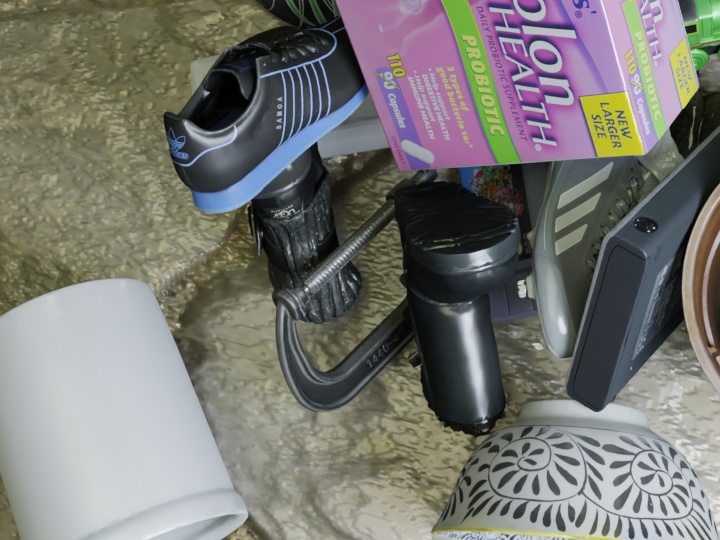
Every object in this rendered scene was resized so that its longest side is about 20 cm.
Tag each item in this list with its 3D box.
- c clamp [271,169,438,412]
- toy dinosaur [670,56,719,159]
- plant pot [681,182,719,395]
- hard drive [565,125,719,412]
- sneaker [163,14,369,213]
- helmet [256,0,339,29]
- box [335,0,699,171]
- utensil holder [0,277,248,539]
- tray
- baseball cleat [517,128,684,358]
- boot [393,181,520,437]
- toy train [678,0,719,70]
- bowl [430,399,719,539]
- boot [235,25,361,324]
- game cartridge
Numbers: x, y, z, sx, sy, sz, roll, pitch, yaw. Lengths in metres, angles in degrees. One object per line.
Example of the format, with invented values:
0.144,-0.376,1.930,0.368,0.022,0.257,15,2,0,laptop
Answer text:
0.000,0.000,0.890,0.027,0.172,0.200,20,60,43,c clamp
0.255,-0.106,0.879,0.197,0.077,0.104,0,68,12,toy dinosaur
0.314,0.025,0.777,0.197,0.198,0.204,-3,81,17,plant pot
0.211,-0.013,0.791,0.033,0.141,0.199,30,47,26,hard drive
-0.055,-0.130,0.822,0.070,0.078,0.200,20,56,34,sneaker
-0.026,-0.293,0.941,0.197,0.200,0.193,1,65,16,helmet
0.095,-0.168,0.781,0.198,0.097,0.178,0,123,40,box
-0.201,0.132,0.931,0.169,0.170,0.202,-28,72,10,utensil holder
-0.053,-0.146,1.003,0.197,0.022,0.109,-8,80,15,tray
0.167,-0.039,0.804,0.105,0.070,0.203,-8,60,29,baseball cleat
0.069,0.034,0.820,0.072,0.198,0.165,-11,106,-6,boot
0.239,-0.171,0.837,0.197,0.057,0.042,-10,57,13,toy train
0.149,0.142,0.814,0.198,0.201,0.096,0,74,16,bowl
-0.057,-0.077,0.945,0.078,0.159,0.213,-13,44,11,boot
0.137,-0.070,0.914,0.128,0.038,0.203,-13,78,27,game cartridge
